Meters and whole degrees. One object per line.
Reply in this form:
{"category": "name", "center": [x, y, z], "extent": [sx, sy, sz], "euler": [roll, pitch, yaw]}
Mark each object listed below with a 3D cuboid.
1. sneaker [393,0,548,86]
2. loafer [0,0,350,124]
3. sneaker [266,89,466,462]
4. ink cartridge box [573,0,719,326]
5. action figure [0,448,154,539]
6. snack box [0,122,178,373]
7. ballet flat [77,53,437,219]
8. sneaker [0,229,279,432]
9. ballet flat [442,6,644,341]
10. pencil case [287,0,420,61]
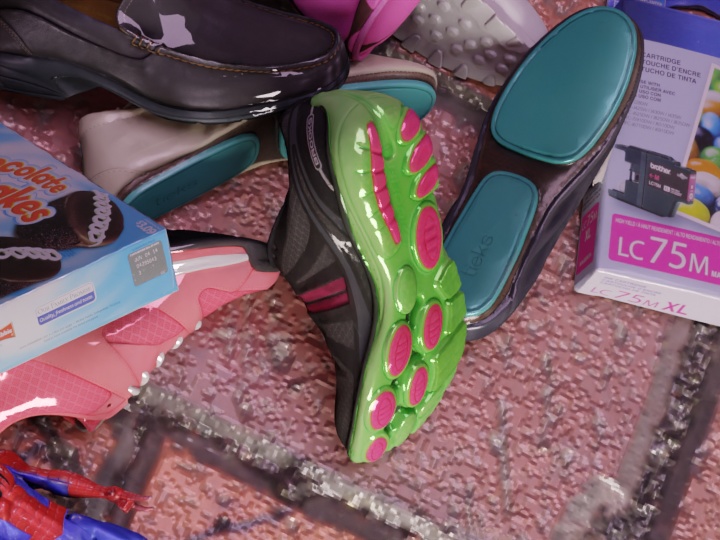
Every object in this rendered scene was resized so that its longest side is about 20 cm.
{"category": "sneaker", "center": [0.027, -0.180, 1.614], "extent": [0.200, 0.076, 0.081], "euler": [37, 53, -2]}
{"category": "loafer", "center": [-0.104, -0.123, 1.504], "extent": [0.199, 0.073, 0.073], "euler": [5, 38, 8]}
{"category": "sneaker", "center": [0.000, 0.000, 1.496], "extent": [0.077, 0.084, 0.201], "euler": [-24, 120, -39]}
{"category": "ink cartridge box", "center": [0.186, -0.071, 1.636], "extent": [0.119, 0.042, 0.201], "euler": [13, 64, -12]}
{"category": "action figure", "center": [-0.133, 0.136, 1.448], "extent": [0.200, 0.052, 0.066], "euler": [29, 67, -2]}
{"category": "snack box", "center": [-0.186, -0.015, 1.426], "extent": [0.116, 0.200, 0.037], "euler": [-26, 122, -25]}
{"category": "ballet flat", "center": [-0.056, -0.085, 1.553], "extent": [0.199, 0.069, 0.070], "euler": [-20, 76, -23]}
{"category": "sneaker", "center": [-0.128, 0.033, 1.490], "extent": [0.200, 0.074, 0.087], "euler": [-15, 102, -28]}
{"category": "ballet flat", "center": [0.089, -0.046, 1.574], "extent": [0.073, 0.073, 0.200], "euler": [30, 73, -4]}
{"category": "pencil case", "center": [-0.043, -0.204, 1.526], "extent": [0.200, 0.094, 0.091], "euler": [42, 85, 5]}
